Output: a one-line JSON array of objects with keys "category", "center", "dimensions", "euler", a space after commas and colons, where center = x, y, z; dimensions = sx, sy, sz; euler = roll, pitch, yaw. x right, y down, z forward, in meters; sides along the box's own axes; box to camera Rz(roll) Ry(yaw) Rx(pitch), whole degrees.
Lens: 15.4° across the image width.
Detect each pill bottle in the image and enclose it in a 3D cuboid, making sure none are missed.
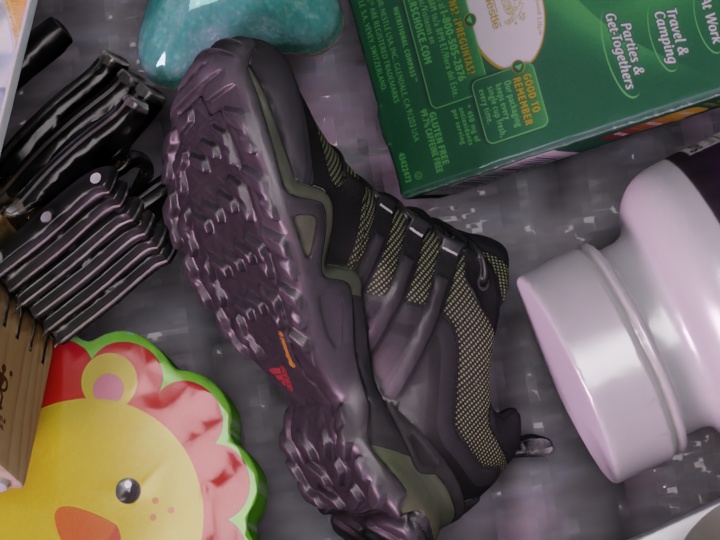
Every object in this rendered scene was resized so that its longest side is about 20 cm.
[{"category": "pill bottle", "center": [0.162, -0.004, 0.955], "dimensions": [0.199, 0.111, 0.112], "euler": [-26, 84, -3]}]

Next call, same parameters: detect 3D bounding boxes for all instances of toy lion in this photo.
[{"category": "toy lion", "center": [-0.100, 0.131, 0.969], "dimensions": [0.191, 0.069, 0.201], "euler": [35, 85, 11]}]

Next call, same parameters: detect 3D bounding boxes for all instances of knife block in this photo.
[{"category": "knife block", "center": [-0.163, -0.008, 0.974], "dimensions": [0.199, 0.064, 0.177], "euler": [-6, 58, 22]}]

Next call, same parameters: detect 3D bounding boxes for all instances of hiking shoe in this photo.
[{"category": "hiking shoe", "center": [0.000, 0.000, 0.961], "dimensions": [0.100, 0.076, 0.201], "euler": [-33, 110, -33]}]

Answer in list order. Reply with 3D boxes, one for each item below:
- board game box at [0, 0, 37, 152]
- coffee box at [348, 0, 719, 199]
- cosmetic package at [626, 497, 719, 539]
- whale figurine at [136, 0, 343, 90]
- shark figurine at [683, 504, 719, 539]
[{"category": "board game box", "center": [-0.221, -0.052, 0.950], "dimensions": [0.199, 0.026, 0.201], "euler": [3, 68, 20]}, {"category": "coffee box", "center": [0.093, -0.110, 0.966], "dimensions": [0.199, 0.044, 0.124], "euler": [-19, 82, 22]}, {"category": "cosmetic package", "center": [0.152, 0.156, 0.966], "dimensions": [0.199, 0.052, 0.152], "euler": [-23, 85, -3]}, {"category": "whale figurine", "center": [-0.062, -0.170, 0.965], "dimensions": [0.158, 0.104, 0.201], "euler": [-12, 70, 5]}, {"category": "shark figurine", "center": [0.142, 0.105, 0.862], "dimensions": [0.214, 0.089, 0.129], "euler": [-29, 76, 9]}]
